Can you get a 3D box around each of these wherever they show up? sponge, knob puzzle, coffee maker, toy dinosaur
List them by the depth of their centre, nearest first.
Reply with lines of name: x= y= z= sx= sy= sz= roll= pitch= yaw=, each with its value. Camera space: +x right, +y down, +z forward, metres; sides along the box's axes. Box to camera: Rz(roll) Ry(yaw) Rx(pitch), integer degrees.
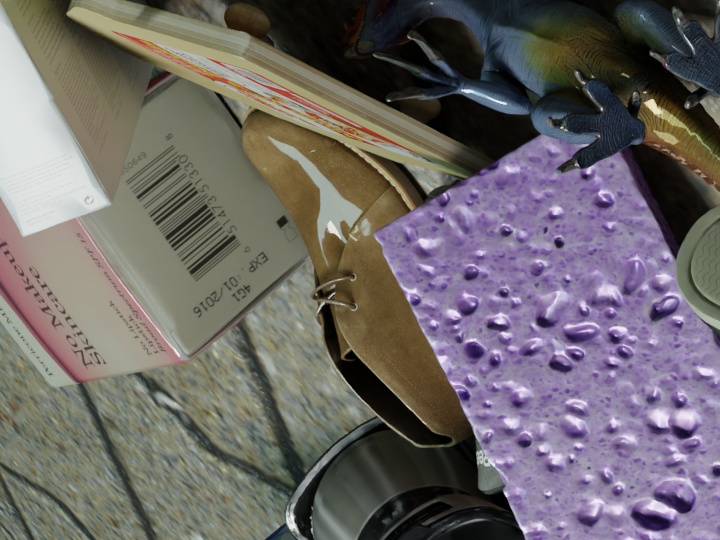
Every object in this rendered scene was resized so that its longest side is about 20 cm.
toy dinosaur: x=0.069 y=-0.074 z=0.801 sx=0.200 sy=0.105 sz=0.181 roll=47 pitch=173 yaw=-19
sponge: x=0.097 y=0.044 z=0.839 sx=0.201 sy=0.111 sz=0.030 roll=63 pitch=-164 yaw=5
knob puzzle: x=-0.045 y=-0.094 z=0.909 sx=0.219 sy=0.031 sz=0.220 roll=22 pitch=179 yaw=0
coffee maker: x=0.067 y=0.172 z=1.018 sx=0.192 sy=0.135 sz=0.200 roll=29 pitch=-175 yaw=-15

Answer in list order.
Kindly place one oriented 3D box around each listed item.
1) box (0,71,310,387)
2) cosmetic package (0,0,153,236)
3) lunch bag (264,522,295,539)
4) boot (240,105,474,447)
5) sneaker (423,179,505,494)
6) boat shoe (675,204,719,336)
box: x=-0.136 y=-0.019 z=1.144 sx=0.128 sy=0.109 sz=0.200 roll=55 pitch=152 yaw=-11
cosmetic package: x=-0.158 y=-0.130 z=0.967 sx=0.200 sy=0.051 sz=0.151 roll=-86 pitch=-25 yaw=-61
lunch bag: x=-0.029 y=0.219 z=1.187 sx=0.128 sy=0.200 sz=0.170 roll=52 pitch=154 yaw=-7
boot: x=0.000 y=0.000 z=1.004 sx=0.200 sy=0.075 sz=0.074 roll=49 pitch=155 yaw=4
sneaker: x=0.075 y=0.052 z=0.896 sx=0.200 sy=0.090 sz=0.066 roll=53 pitch=-177 yaw=15
boat shoe: x=0.212 y=0.040 z=0.759 sx=0.200 sy=0.072 sz=0.068 roll=31 pitch=166 yaw=29
